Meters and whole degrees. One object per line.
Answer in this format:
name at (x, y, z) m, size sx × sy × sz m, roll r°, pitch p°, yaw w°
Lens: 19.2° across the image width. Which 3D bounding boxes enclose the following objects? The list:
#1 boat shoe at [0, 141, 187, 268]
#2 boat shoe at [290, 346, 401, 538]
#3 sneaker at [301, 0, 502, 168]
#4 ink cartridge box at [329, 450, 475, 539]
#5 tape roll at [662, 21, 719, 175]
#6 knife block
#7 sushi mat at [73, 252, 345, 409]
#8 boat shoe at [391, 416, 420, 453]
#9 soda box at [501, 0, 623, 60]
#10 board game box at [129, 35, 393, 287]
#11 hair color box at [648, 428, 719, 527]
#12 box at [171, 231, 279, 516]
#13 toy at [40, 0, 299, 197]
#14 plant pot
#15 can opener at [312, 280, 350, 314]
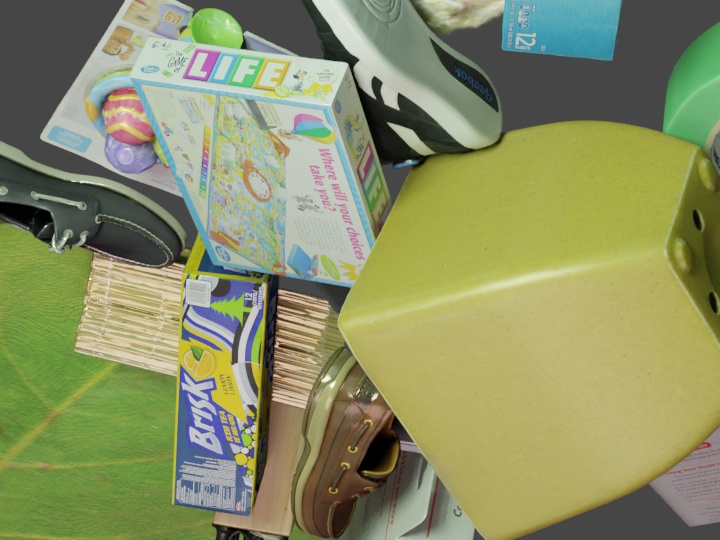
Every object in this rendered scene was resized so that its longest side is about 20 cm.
boat shoe at (-0.220, -0.035, 1.505) m, size 0.200 × 0.063 × 0.073 m, roll 23°, pitch 143°, yaw -18°
boat shoe at (-0.007, 0.143, 1.605) m, size 0.068 × 0.072 × 0.200 m, roll 24°, pitch 139°, yaw 13°
sneaker at (-0.010, -0.123, 1.316) m, size 0.112 × 0.073 × 0.200 m, roll -18°, pitch 138°, yaw 32°
ink cartridge box at (0.042, 0.202, 1.730) m, size 0.067 × 0.117 × 0.200 m, roll 22°, pitch 144°, yaw -15°
tape roll at (0.288, -0.086, 1.319) m, size 0.200 × 0.048 × 0.200 m, roll 7°, pitch 146°, yaw 5°
knife block at (-0.078, 0.168, 1.660) m, size 0.064 × 0.176 × 0.200 m, roll 9°, pitch 145°, yaw 0°
sushi mat at (-0.111, 0.043, 1.594) m, size 0.200 × 0.012 × 0.096 m, roll 14°, pitch 112°, yaw -5°
boat shoe at (0.064, 0.101, 1.632) m, size 0.200 × 0.070 × 0.066 m, roll 8°, pitch 148°, yaw 17°
soda box at (0.119, -0.206, 1.174) m, size 0.068 × 0.064 × 0.200 m, roll 7°, pitch 146°, yaw 4°
board game box at (-0.054, -0.063, 1.349) m, size 0.134 × 0.034 × 0.200 m, roll 10°, pitch 148°, yaw 20°
hair color box at (0.250, 0.116, 1.604) m, size 0.101 × 0.061 × 0.200 m, roll -14°, pitch 140°, yaw 30°
box at (-0.099, 0.076, 1.559) m, size 0.064 × 0.070 × 0.200 m, roll 8°, pitch 118°, yaw 3°
toy at (-0.133, -0.101, 1.402) m, size 0.115 × 0.047 × 0.200 m, roll 23°, pitch 143°, yaw -15°
plant pot at (0.142, 0.023, 1.319) m, size 0.200 × 0.194 × 0.196 m, roll -17°, pitch 120°, yaw 32°
can opener at (0.000, 0.000, 1.515) m, size 0.066 × 0.053 × 0.200 m, roll -24°, pitch 134°, yaw 18°
